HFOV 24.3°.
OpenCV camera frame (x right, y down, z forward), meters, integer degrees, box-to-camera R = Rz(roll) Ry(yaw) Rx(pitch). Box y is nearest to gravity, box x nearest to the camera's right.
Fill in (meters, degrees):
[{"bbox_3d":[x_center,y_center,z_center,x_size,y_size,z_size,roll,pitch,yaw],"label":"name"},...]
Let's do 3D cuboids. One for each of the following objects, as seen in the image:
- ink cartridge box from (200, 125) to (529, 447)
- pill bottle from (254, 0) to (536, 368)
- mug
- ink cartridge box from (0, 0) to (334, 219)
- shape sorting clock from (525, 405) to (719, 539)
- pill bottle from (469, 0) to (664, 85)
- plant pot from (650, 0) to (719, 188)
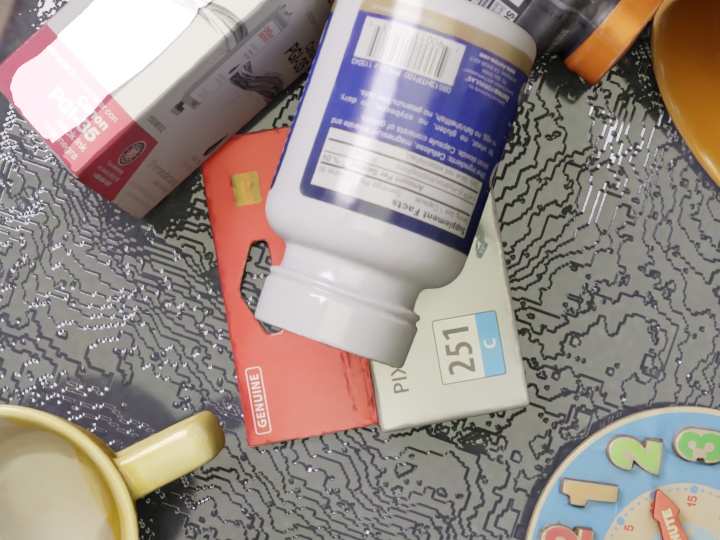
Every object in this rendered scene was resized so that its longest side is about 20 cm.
[{"bbox_3d":[0.000,0.000,1.027,0.176,0.045,0.200,-10,89,-1],"label":"ink cartridge box"},{"bbox_3d":[0.014,-0.053,0.946,0.120,0.120,0.200,19,89,0],"label":"pill bottle"},{"bbox_3d":[-0.176,0.149,0.972,0.186,0.153,0.150,5,89,0],"label":"mug"},{"bbox_3d":[-0.098,-0.135,0.973,0.200,0.147,0.083,-42,79,0],"label":"ink cartridge box"},{"bbox_3d":[0.199,0.183,1.027,0.200,0.039,0.200,0,90,1],"label":"shape sorting clock"},{"bbox_3d":[0.085,-0.198,0.998,0.200,0.106,0.106,39,90,0],"label":"pill bottle"},{"bbox_3d":[0.302,-0.131,0.964,0.183,0.200,0.200,-39,89,-15],"label":"plant pot"}]
